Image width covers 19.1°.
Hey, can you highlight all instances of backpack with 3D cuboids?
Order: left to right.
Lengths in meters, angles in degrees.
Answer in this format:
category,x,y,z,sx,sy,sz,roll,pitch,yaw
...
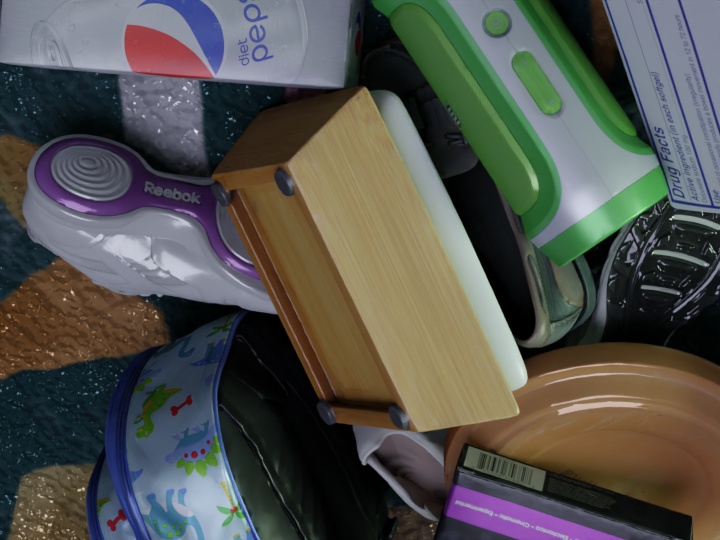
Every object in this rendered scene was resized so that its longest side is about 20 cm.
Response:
category,x,y,z,sx,sy,sz,roll,pitch,yaw
backpack,-0.085,0.140,1.329,0.146,0.183,0.201,-17,115,18

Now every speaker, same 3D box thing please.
category,x,y,z,sx,sy,sz,roll,pitch,yaw
speaker,0.082,-0.105,1.163,0.088,0.088,0.201,-35,88,27

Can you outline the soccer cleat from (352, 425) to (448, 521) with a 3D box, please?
category,x,y,z,sx,sy,sz,roll,pitch,yaw
soccer cleat,0.079,0.144,1.367,0.199,0.078,0.069,31,123,-11

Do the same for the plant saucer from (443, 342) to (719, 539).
category,x,y,z,sx,sy,sz,roll,pitch,yaw
plant saucer,0.148,0.121,1.276,0.198,0.032,0.201,2,135,2

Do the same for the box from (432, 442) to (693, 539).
category,x,y,z,sx,sy,sz,roll,pitch,yaw
box,0.100,0.212,1.272,0.142,0.036,0.201,18,117,3

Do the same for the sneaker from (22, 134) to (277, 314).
category,x,y,z,sx,sy,sz,roll,pitch,yaw
sneaker,-0.112,-0.019,1.311,0.198,0.075,0.100,22,147,-8

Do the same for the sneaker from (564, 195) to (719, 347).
category,x,y,z,sx,sy,sz,roll,pitch,yaw
sneaker,0.163,0.012,1.268,0.073,0.080,0.201,14,121,-15

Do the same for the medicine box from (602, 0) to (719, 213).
category,x,y,z,sx,sy,sz,roll,pitch,yaw
medicine box,0.236,-0.125,1.100,0.199,0.103,0.183,9,132,45

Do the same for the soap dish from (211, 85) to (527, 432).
category,x,y,z,sx,sy,sz,roll,pitch,yaw
soap dish,0.000,0.000,1.219,0.081,0.157,0.201,-30,101,-21

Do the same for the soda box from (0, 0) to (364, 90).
category,x,y,z,sx,sy,sz,roll,pitch,yaw
soda box,-0.099,-0.140,1.205,0.198,0.068,0.064,5,94,5

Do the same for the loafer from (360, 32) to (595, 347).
category,x,y,z,sx,sy,sz,roll,pitch,yaw
loafer,0.062,-0.046,1.216,0.072,0.063,0.201,-36,88,33
